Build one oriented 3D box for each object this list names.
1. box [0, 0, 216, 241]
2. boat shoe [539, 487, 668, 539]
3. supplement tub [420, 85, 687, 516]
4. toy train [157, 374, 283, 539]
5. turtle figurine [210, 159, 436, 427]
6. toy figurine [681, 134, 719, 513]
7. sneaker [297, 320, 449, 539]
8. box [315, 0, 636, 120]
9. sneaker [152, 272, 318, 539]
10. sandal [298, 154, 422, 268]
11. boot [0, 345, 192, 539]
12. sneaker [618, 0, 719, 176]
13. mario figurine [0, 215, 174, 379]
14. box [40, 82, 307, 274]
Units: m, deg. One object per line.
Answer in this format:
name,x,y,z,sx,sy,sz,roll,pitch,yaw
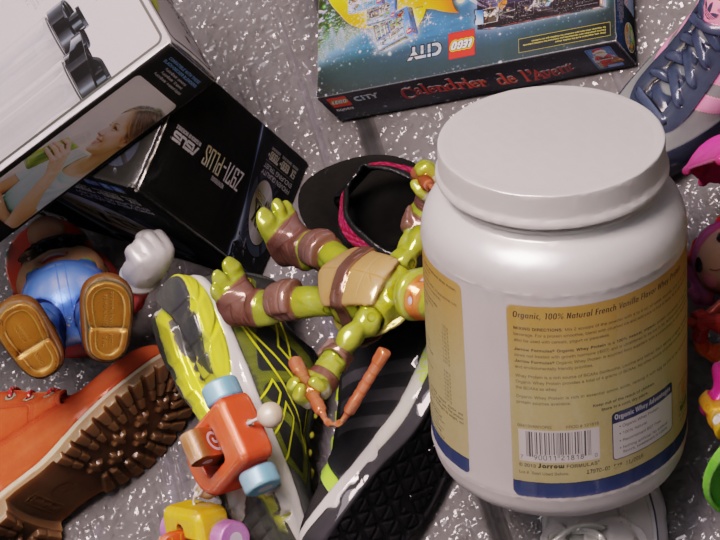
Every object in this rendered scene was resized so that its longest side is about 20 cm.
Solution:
box,-0.196,-0.104,1.712,0.200,0.060,0.117,-35,60,9
boat shoe,0.133,0.169,1.632,0.073,0.065,0.201,-18,63,19
supplement tub,0.106,0.016,1.593,0.143,0.201,0.145,-3,31,2
toy train,-0.074,0.171,1.685,0.150,0.055,0.201,-41,66,52
turtle figurine,0.000,0.000,1.684,0.161,0.064,0.201,11,68,45
toy figurine,0.233,0.007,1.634,0.200,0.150,0.185,-52,40,28
sneaker,0.015,0.087,1.726,0.083,0.072,0.200,22,70,38
box,0.070,-0.177,1.815,0.199,0.038,0.137,-9,67,23
sneaker,-0.050,0.086,1.749,0.074,0.084,0.201,-36,72,57
sandal,0.023,-0.031,1.746,0.075,0.045,0.200,-45,37,-8
boot,-0.192,0.095,1.819,0.200,0.075,0.107,-39,53,8
sneaker,0.203,-0.135,1.707,0.200,0.082,0.070,-46,58,4
mario figurine,-0.187,0.003,1.788,0.123,0.200,0.107,21,94,-11
box,-0.162,-0.082,1.818,0.199,0.164,0.087,17,79,29
